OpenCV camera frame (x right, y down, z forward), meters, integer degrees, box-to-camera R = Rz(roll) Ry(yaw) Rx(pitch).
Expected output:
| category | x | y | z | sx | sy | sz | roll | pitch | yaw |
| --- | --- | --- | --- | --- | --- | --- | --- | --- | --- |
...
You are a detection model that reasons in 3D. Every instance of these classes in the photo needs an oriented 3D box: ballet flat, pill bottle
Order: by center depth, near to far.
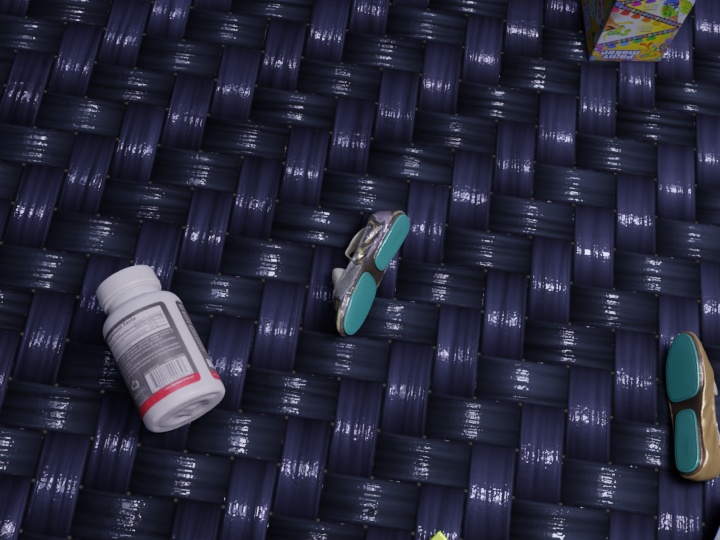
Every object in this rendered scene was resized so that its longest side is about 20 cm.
| category | x | y | z | sx | sy | sz | roll | pitch | yaw |
| --- | --- | --- | --- | --- | --- | --- | --- | --- | --- |
| pill bottle | -0.265 | 0.097 | 1.221 | 0.110 | 0.111 | 0.201 | -26 | 72 | -14 |
| ballet flat | 0.451 | 0.184 | 1.272 | 0.063 | 0.069 | 0.202 | 17 | 67 | -27 |
| ballet flat | 0.000 | 0.000 | 1.313 | 0.072 | 0.072 | 0.201 | 26 | 68 | 7 |

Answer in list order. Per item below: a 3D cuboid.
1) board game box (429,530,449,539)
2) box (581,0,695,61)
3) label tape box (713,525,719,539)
| category | x | y | z | sx | sy | sz | roll | pitch | yaw |
| --- | --- | --- | --- | --- | --- | --- | --- | --- | --- |
| board game box | 0.128 | 0.429 | 1.147 | 0.101 | 0.048 | 0.200 | -40 | 76 | -17 |
| box | 0.422 | -0.461 | 1.454 | 0.121 | 0.193 | 0.202 | 0 | 68 | -4 |
| label tape box | 0.526 | 0.372 | 1.139 | 0.199 | 0.066 | 0.144 | 16 | 59 | 36 |
